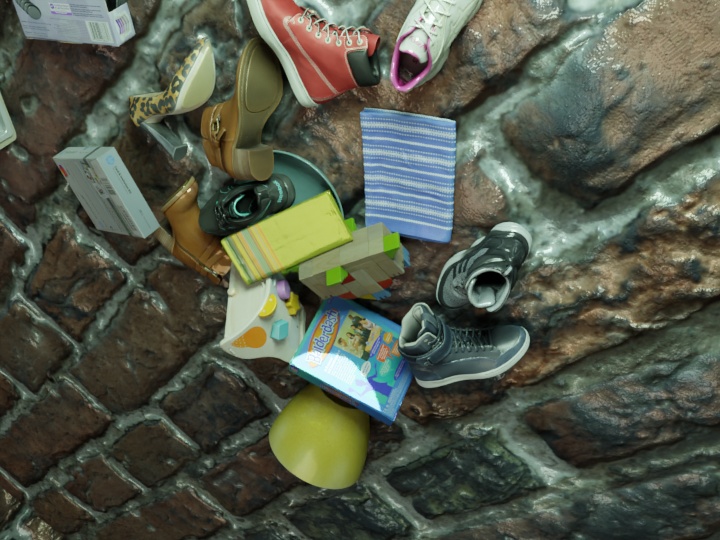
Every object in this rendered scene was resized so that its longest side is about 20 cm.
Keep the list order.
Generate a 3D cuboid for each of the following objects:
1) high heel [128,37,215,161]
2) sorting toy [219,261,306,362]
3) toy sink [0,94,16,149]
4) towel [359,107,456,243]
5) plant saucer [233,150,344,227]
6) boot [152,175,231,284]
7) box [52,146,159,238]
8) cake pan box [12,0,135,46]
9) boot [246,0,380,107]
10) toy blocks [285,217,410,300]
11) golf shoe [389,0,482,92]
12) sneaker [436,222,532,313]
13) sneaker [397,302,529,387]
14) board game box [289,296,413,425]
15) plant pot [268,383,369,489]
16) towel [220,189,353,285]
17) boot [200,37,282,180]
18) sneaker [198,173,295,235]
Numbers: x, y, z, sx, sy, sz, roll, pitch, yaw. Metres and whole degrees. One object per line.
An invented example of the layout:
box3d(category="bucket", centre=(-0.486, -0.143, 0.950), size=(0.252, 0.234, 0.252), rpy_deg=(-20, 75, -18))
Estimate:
box3d(category="high heel", centre=(-0.296, -0.289, 1.089), size=(0.142, 0.071, 0.202), rpy_deg=(43, 124, 20))
box3d(category="sorting toy", centre=(-0.144, 0.064, 1.210), size=(0.104, 0.204, 0.181), rpy_deg=(-15, 144, 19))
box3d(category="toy sink", centre=(-0.704, -0.275, 1.276), size=(0.195, 0.113, 0.133), rpy_deg=(14, 132, 24))
box3d(category="towel", centre=(0.067, -0.132, 1.040), size=(0.141, 0.024, 0.204), rpy_deg=(12, 131, 18))
box3d(category="plant saucer", centre=(-0.110, -0.109, 1.146), size=(0.195, 0.036, 0.204), rpy_deg=(14, 131, 17))
box3d(category="boot", centre=(-0.273, -0.066, 1.246), size=(0.154, 0.074, 0.200), rpy_deg=(39, 146, -5))
box3d(category="box", centre=(-0.449, -0.139, 1.258), size=(0.197, 0.041, 0.158), rpy_deg=(9, 132, 46))
box3d(category="cake pan box", centre=(-0.436, -0.432, 1.046), size=(0.195, 0.053, 0.188), rpy_deg=(11, 132, 21))
box3d(category="boot", centre=(-0.053, -0.318, 0.922), size=(0.141, 0.073, 0.202), rpy_deg=(-8, 130, 32))
box3d(category="toy blocks", centre=(0.000, 0.000, 1.126), size=(0.196, 0.102, 0.136), rpy_deg=(-18, 147, 23))
box3d(category="golf shoe", centre=(0.091, -0.297, 0.846), size=(0.074, 0.092, 0.202), rpy_deg=(29, 133, 4))
box3d(category="sneaker", centre=(0.165, 0.019, 1.048), size=(0.075, 0.115, 0.200), rpy_deg=(38, 134, -6))
box3d(category="sneaker", centre=(0.154, 0.104, 1.108), size=(0.198, 0.078, 0.147), rpy_deg=(-20, 132, 15))
box3d(category="board game box", centre=(-0.002, 0.144, 1.213), size=(0.197, 0.154, 0.045), rpy_deg=(28, 157, 5))
box3d(category="plant pot", centre=(-0.058, 0.286, 1.358), size=(0.197, 0.200, 0.144), rpy_deg=(27, 110, 4))
box3d(category="towel", centre=(-0.113, -0.048, 1.087), size=(0.196, 0.018, 0.087), rpy_deg=(-22, 112, 20))
box3d(category="boot", centre=(-0.182, -0.238, 1.062), size=(0.154, 0.075, 0.206), rpy_deg=(21, 119, 49))
box3d(category="sneaker", centre=(-0.193, -0.101, 1.108), size=(0.197, 0.079, 0.077), rpy_deg=(-19, 95, 36))
